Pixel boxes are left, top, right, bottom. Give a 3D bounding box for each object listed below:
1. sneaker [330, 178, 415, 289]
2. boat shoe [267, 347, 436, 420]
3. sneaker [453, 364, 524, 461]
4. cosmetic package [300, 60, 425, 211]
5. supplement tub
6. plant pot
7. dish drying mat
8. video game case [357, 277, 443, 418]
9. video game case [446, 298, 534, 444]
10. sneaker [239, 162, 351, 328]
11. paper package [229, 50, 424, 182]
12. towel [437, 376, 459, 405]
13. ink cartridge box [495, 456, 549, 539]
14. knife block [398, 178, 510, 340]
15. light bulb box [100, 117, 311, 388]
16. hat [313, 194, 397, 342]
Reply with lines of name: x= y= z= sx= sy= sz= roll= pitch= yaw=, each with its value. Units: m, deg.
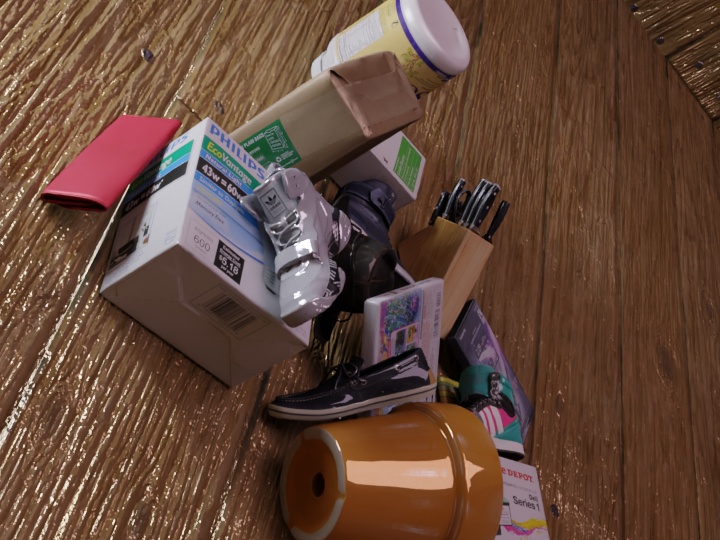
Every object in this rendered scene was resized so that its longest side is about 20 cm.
sneaker: x=0.033 y=-0.032 z=1.718 sx=0.202 sy=0.077 sz=0.146 roll=50 pitch=34 yaw=-16
boat shoe: x=-0.011 y=0.130 z=1.437 sx=0.200 sy=0.075 sz=0.062 roll=-11 pitch=94 yaw=-16
sneaker: x=0.147 y=0.181 z=1.675 sx=0.200 sy=0.084 sz=0.121 roll=26 pitch=50 yaw=-49
cosmetic package: x=-0.007 y=-0.179 z=1.777 sx=0.200 sy=0.085 sz=0.108 roll=46 pitch=35 yaw=-26
supplement tub: x=0.042 y=-0.307 z=1.845 sx=0.145 sy=0.200 sz=0.145 roll=37 pitch=37 yaw=-35
plant pot: x=0.021 y=0.238 z=1.374 sx=0.183 sy=0.200 sz=0.200 roll=9 pitch=56 yaw=-35
dish drying mat: x=-0.262 y=-0.117 z=1.351 sx=0.200 sy=0.077 sz=0.018 roll=-63 pitch=155 yaw=-56
video game case: x=0.049 y=0.119 z=1.563 sx=0.182 sy=0.024 sz=0.200 roll=-16 pitch=113 yaw=-60
video game case: x=0.191 y=0.154 z=1.831 sx=0.200 sy=0.019 sz=0.143 roll=60 pitch=24 yaw=-11
sneaker: x=-0.073 y=-0.031 z=1.307 sx=0.115 sy=0.075 sz=0.200 roll=48 pitch=27 yaw=-22
paper package: x=-0.050 y=-0.178 z=1.590 sx=0.103 sy=0.200 sz=0.191 roll=60 pitch=29 yaw=-1
towel: x=0.144 y=0.243 z=1.718 sx=0.086 sy=0.018 sz=0.200 roll=23 pitch=47 yaw=-40
ink cartridge box: x=0.164 y=0.336 z=1.581 sx=0.145 sy=0.084 sz=0.200 roll=23 pitch=48 yaw=-41
knife block: x=0.142 y=-0.025 z=1.781 sx=0.064 sy=0.176 sz=0.200 roll=29 pitch=42 yaw=-42
light bulb box: x=-0.153 y=-0.019 z=1.371 sx=0.198 sy=0.125 sz=0.200 roll=40 pitch=36 yaw=-32
hat: x=0.000 y=0.000 z=1.534 sx=0.201 sy=0.081 sz=0.201 roll=6 pitch=90 yaw=-79
